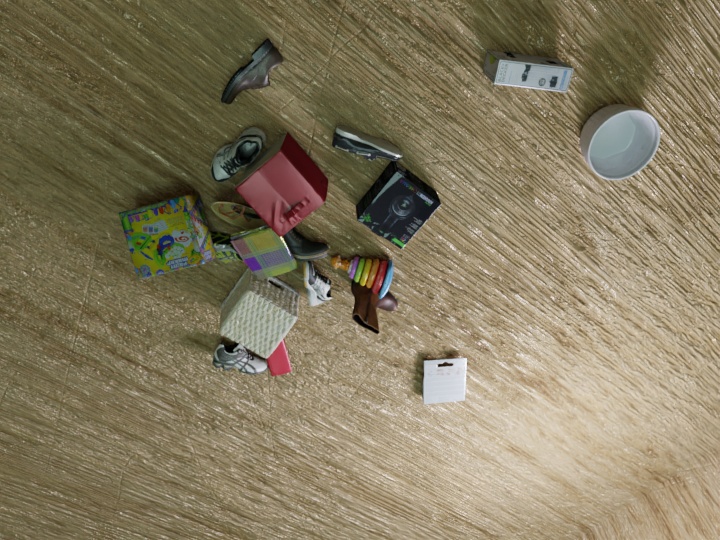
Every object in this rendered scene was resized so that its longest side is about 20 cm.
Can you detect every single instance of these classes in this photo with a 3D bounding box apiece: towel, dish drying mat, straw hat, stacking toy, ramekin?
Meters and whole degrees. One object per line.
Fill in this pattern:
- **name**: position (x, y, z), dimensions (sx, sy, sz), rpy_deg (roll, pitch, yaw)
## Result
- **towel**: position (-0.276, -0.053, 1.603), dimensions (0.142, 0.023, 0.201), rpy_deg (-16, 139, 8)
- **dish drying mat**: position (-0.295, 0.275, 1.901), dimensions (0.076, 0.018, 0.202), rpy_deg (-14, 115, -7)
- **straw hat**: position (-0.319, -0.186, 1.577), dimensions (0.199, 0.086, 0.201), rpy_deg (15, 161, 5)
- **stacking toy**: position (0.000, 0.000, 1.729), dimensions (0.198, 0.110, 0.117), rpy_deg (17, 105, -2)
- **ramekin**: position (0.714, -0.366, 1.539), dimensions (0.197, 0.105, 0.202), rpy_deg (-2, 123, -3)

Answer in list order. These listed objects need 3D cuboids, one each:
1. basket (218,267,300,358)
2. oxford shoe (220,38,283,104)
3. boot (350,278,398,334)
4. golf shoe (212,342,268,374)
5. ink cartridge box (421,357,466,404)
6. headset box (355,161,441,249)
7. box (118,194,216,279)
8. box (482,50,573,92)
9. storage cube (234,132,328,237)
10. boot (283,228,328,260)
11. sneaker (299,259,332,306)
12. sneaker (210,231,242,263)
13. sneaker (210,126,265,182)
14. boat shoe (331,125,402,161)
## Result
- **basket**: position (-0.321, 0.133, 1.733), dimensions (0.197, 0.161, 0.200), rpy_deg (32, 111, -20)
- **oxford shoe**: position (-0.277, -0.487, 1.405), dimensions (0.199, 0.073, 0.084), rpy_deg (-38, 120, 18)
- **boot**: position (0.051, 0.124, 1.741), dimensions (0.188, 0.201, 0.068), rpy_deg (38, 113, -24)
- **golf shoe**: position (-0.404, 0.299, 1.892), dimensions (0.198, 0.078, 0.095), rpy_deg (12, 107, -25)
- **ink cartridge box**: position (0.308, 0.399, 2.034), dimensions (0.158, 0.047, 0.202), rpy_deg (-4, 117, -1)
- **headset box**: position (0.103, -0.186, 1.613), dimensions (0.173, 0.093, 0.200), rpy_deg (32, 115, -21)
- **box**: position (-0.543, -0.097, 1.563), dimensions (0.198, 0.122, 0.195), rpy_deg (-13, 98, 4)
- **box**: position (0.427, -0.514, 1.416), dimensions (0.197, 0.117, 0.061), rpy_deg (4, 123, -6)
- **storage cube**: position (-0.208, -0.236, 1.499), dimensions (0.170, 0.201, 0.180), rpy_deg (-35, 113, 18)
- **boot**: position (-0.194, -0.108, 1.654), dimensions (0.197, 0.078, 0.140), rpy_deg (0, 118, -6)
- **sneaker**: position (-0.138, 0.029, 1.739), dimensions (0.087, 0.076, 0.201), rpy_deg (-13, 141, -3)
- **sneaker**: position (-0.386, -0.061, 1.671), dimensions (0.198, 0.076, 0.077), rpy_deg (15, 130, 2)
- **sneaker**: position (-0.341, -0.307, 1.496), dimensions (0.200, 0.088, 0.075), rpy_deg (-40, 119, 21)
- **boat shoe**: position (0.018, -0.338, 1.522), dimensions (0.198, 0.074, 0.061), rpy_deg (17, 120, -11)
